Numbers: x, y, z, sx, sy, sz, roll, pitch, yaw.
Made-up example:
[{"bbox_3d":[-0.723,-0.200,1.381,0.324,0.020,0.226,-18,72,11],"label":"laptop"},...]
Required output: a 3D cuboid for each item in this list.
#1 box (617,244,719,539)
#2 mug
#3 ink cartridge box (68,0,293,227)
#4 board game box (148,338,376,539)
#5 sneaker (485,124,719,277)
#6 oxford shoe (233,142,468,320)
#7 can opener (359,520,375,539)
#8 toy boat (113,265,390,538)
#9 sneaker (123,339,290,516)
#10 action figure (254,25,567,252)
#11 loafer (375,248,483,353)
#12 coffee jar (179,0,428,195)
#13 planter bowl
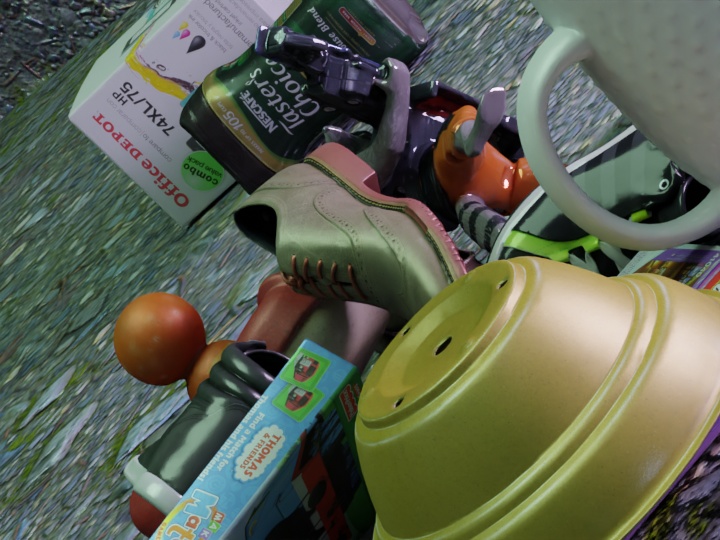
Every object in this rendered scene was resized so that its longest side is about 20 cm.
[{"bbox_3d":[0.103,0.073,1.243,0.200,0.039,0.137,-48,14,-10],"label":"box"},{"bbox_3d":[0.157,-0.097,1.258,0.200,0.175,0.148,-42,12,-13],"label":"mug"},{"bbox_3d":[-0.128,-0.172,2.461,0.200,0.147,0.146,-41,14,21],"label":"ink cartridge box"},{"bbox_3d":[-0.058,0.151,1.320,0.200,0.037,0.151,-51,-28,-20],"label":"board game box"},{"bbox_3d":[0.138,-0.031,1.378,0.200,0.072,0.083,-45,15,5],"label":"sneaker"},{"bbox_3d":[0.000,0.000,1.442,0.075,0.071,0.200,-26,28,-16],"label":"oxford shoe"},{"bbox_3d":[0.013,0.115,1.329,0.200,0.067,0.053,-47,11,-37],"label":"can opener"},{"bbox_3d":[-0.079,0.060,1.559,0.200,0.130,0.131,-63,-10,30],"label":"toy boat"},{"bbox_3d":[-0.064,0.088,1.415,0.099,0.071,0.200,-50,1,-6],"label":"sneaker"},{"bbox_3d":[0.028,-0.060,1.524,0.193,0.200,0.105,3,76,57],"label":"action figure"},{"bbox_3d":[0.021,0.012,1.609,0.073,0.071,0.200,-49,13,-13],"label":"loafer"},{"bbox_3d":[-0.048,-0.156,2.260,0.200,0.104,0.085,-42,11,19],"label":"coffee jar"},{"bbox_3d":[0.058,0.055,1.171,0.200,0.083,0.201,-41,17,15],"label":"planter bowl"}]
